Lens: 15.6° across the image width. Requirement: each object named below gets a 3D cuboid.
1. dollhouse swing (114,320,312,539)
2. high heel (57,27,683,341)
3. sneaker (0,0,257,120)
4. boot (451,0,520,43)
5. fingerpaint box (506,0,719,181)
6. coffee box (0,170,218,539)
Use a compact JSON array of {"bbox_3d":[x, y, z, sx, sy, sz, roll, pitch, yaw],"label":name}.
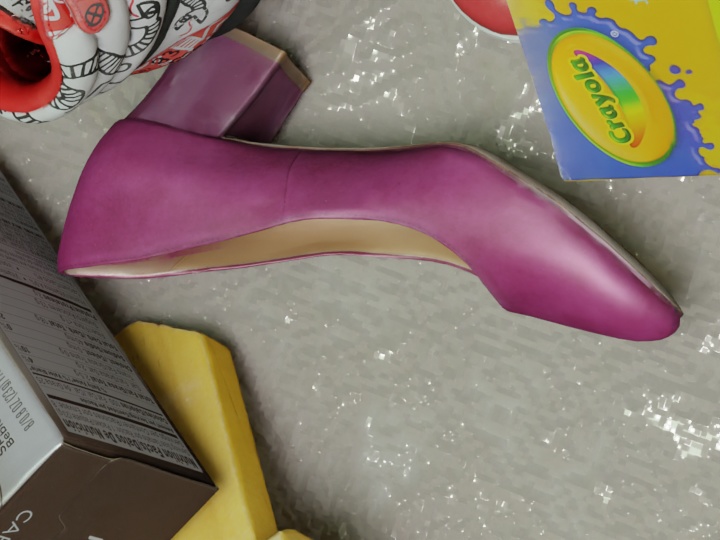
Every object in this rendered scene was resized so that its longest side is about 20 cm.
[{"bbox_3d":[-0.056,0.153,0.882,0.200,0.176,0.182,-37,123,21],"label":"dollhouse swing"},{"bbox_3d":[0.000,0.000,0.816,0.200,0.067,0.096,28,84,31],"label":"high heel"},{"bbox_3d":[-0.051,-0.121,0.732,0.067,0.108,0.201,45,136,11],"label":"sneaker"},{"bbox_3d":[0.054,-0.160,0.744,0.072,0.144,0.200,25,105,18],"label":"boot"},{"bbox_3d":[0.111,-0.121,0.657,0.166,0.073,0.200,-2,134,23],"label":"fingerpaint box"},{"bbox_3d":[-0.151,0.032,0.842,0.114,0.080,0.200,-46,56,14],"label":"coffee box"}]
